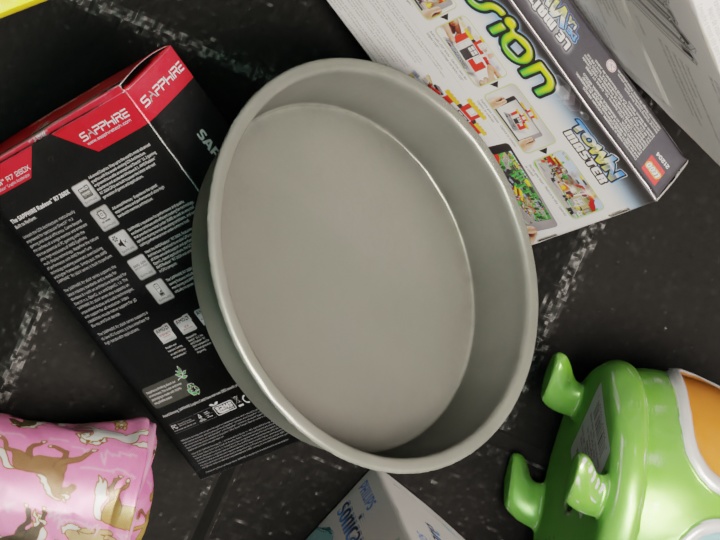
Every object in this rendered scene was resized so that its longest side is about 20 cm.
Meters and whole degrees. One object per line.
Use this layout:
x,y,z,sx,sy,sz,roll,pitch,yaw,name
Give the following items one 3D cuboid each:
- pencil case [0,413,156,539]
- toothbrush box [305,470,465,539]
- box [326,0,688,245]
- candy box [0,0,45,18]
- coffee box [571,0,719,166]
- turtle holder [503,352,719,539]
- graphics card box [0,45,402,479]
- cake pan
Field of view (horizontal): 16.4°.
-0.203,0.099,1.239,0.199,0.087,0.083,9,58,-8,pencil case
-0.020,0.214,1.260,0.085,0.146,0.200,41,94,-14,toothbrush box
0.061,-0.107,1.220,0.200,0.110,0.035,53,53,-14,box
-0.158,-0.185,1.216,0.199,0.026,0.103,-21,106,-2,candy box
0.186,-0.186,1.124,0.198,0.200,0.200,-38,145,-3,coffee box
0.147,0.140,1.267,0.131,0.141,0.186,10,100,-10,turtle holder
-0.086,0.000,1.222,0.125,0.051,0.200,-26,107,40,graphics card box
0.000,0.000,1.183,0.200,0.037,0.201,14,68,-36,cake pan
